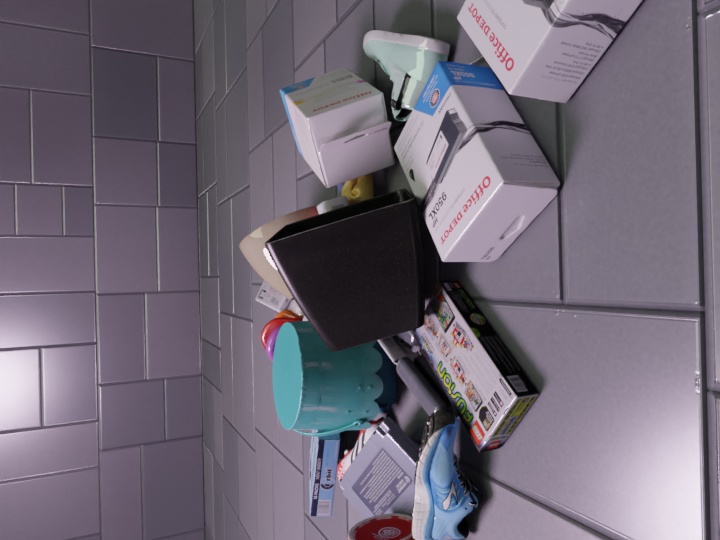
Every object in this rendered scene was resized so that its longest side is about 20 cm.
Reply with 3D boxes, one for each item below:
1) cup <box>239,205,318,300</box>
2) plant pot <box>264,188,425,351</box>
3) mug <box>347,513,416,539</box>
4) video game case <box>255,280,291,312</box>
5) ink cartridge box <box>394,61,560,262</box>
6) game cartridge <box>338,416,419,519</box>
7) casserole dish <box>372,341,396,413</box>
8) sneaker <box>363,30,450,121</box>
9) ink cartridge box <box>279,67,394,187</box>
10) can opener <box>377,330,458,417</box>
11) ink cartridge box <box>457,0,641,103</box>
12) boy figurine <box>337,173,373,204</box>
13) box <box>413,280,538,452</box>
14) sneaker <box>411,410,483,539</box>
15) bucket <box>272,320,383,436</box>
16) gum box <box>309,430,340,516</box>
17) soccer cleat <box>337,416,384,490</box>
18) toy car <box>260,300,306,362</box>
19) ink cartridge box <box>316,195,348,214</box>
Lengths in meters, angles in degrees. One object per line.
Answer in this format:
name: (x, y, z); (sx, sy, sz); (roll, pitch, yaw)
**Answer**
cup: (-0.127, -0.025, 1.115); (0.144, 0.200, 0.200); (64, 150, 6)
plant pot: (0.000, 0.000, 0.781); (0.200, 0.199, 0.178); (-85, -23, -79)
mug: (0.069, 0.466, 0.771); (0.177, 0.133, 0.201); (-11, 86, 21)
video game case: (-0.181, 0.005, 1.305); (0.200, 0.024, 0.182); (11, 75, 64)
ink cartridge box: (0.130, -0.130, 0.662); (0.145, 0.084, 0.200); (120, 140, -48)
game cartridge: (0.046, 0.334, 0.852); (0.133, 0.042, 0.200); (41, 130, 17)
casserole dish: (0.013, 0.157, 0.974); (0.121, 0.039, 0.201); (-37, 58, 59)
sneaker: (0.049, -0.295, 0.829); (0.200, 0.074, 0.118); (41, 121, 54)
ink cartridge box: (-0.036, -0.238, 0.905); (0.200, 0.128, 0.125); (-123, 15, -51)
can opener: (0.084, 0.133, 0.807); (0.200, 0.053, 0.067); (49, 135, 52)
ink cartridge box: (0.195, -0.289, 0.521); (0.200, 0.084, 0.145); (-61, 39, 46)
boy figurine: (0.000, -0.129, 0.959); (0.124, 0.064, 0.200); (112, 145, -42)
box: (0.140, 0.118, 0.709); (0.200, 0.035, 0.110); (-118, 36, -43)
sneaker: (0.119, 0.274, 0.720); (0.078, 0.090, 0.201); (-58, -29, -63)
bucket: (-0.064, 0.177, 0.924); (0.207, 0.134, 0.208); (-177, 90, -67)
gum box: (-0.074, 0.352, 1.087); (0.200, 0.044, 0.170); (-109, 25, -72)
soccer cleat: (0.010, 0.345, 0.957); (0.085, 0.068, 0.200); (-115, 39, -47)
toy car: (-0.130, 0.147, 1.141); (0.200, 0.150, 0.176); (-145, 58, -59)
ink cartridge box: (-0.044, -0.041, 0.986); (0.200, 0.050, 0.161); (177, 78, -76)
